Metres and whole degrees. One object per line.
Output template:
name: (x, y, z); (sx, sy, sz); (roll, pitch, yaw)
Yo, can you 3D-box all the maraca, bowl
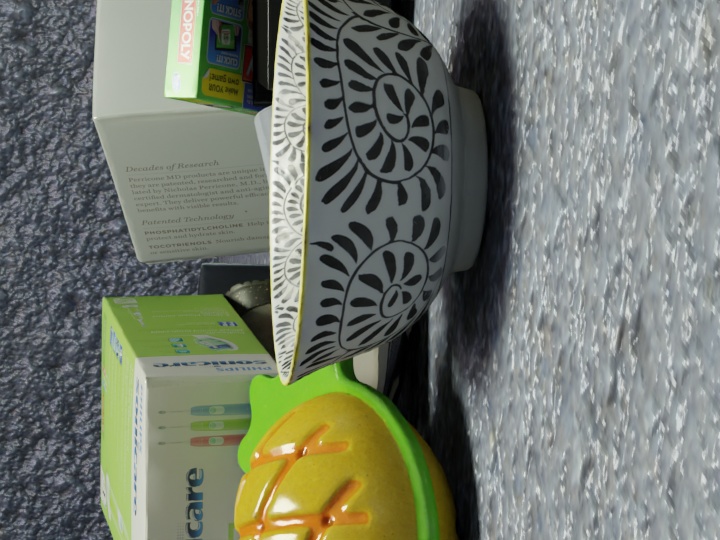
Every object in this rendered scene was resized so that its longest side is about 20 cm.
maraca: (-0.014, 0.116, 0.893); (0.137, 0.106, 0.201); (-51, 44, 30)
bowl: (0.009, -0.044, 0.852); (0.201, 0.093, 0.203); (-178, 90, -83)

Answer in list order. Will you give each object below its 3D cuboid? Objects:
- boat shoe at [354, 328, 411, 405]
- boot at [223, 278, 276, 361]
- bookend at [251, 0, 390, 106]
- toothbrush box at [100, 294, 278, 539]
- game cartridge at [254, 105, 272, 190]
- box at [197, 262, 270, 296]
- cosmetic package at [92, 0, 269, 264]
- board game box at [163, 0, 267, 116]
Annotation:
boat shoe: (0.000, 0.000, 1.021); (0.093, 0.074, 0.202); (34, -113, -79)
boot: (-0.071, 0.106, 1.194); (0.201, 0.067, 0.132); (111, 149, -58)
bookend: (-0.011, -0.190, 1.038); (0.200, 0.091, 0.201); (-132, 42, -77)
toothbrush box: (-0.107, 0.107, 1.072); (0.200, 0.085, 0.147); (-140, 50, -72)
game cartridge: (-0.030, -0.012, 1.149); (0.201, 0.040, 0.134); (77, -178, -56)
box: (-0.079, 0.131, 1.413); (0.197, 0.116, 0.202); (102, 168, -55)
cosmetic package: (-0.121, -0.134, 1.455); (0.201, 0.164, 0.169); (82, -176, -55)
board game box: (-0.059, -0.171, 1.182); (0.199, 0.029, 0.136); (3, -90, -61)
